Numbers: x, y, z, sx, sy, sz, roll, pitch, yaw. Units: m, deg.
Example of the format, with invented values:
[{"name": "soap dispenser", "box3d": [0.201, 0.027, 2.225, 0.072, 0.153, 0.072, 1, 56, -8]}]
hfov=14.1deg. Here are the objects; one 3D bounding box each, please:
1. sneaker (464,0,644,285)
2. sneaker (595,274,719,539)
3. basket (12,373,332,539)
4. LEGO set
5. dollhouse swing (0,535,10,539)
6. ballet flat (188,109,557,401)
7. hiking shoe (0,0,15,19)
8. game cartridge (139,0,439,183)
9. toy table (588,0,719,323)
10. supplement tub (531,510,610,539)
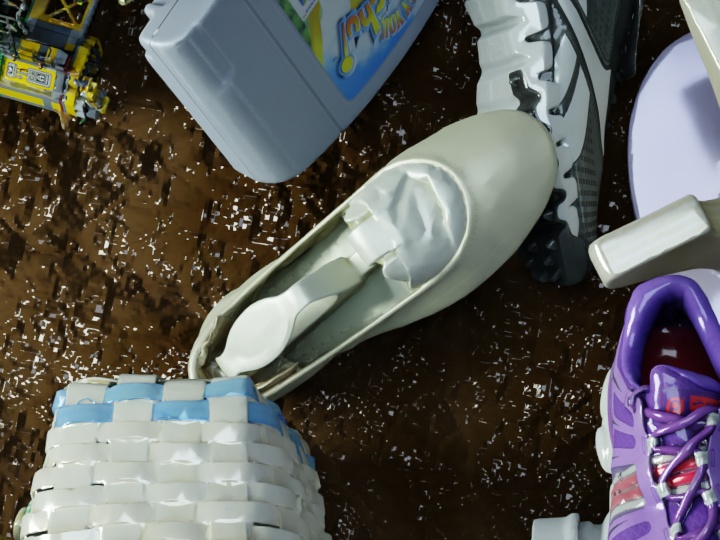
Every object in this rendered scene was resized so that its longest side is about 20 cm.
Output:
[{"name": "sneaker", "box3d": [0.095, -0.095, 1.318, 0.090, 0.066, 0.200, -13, 93, -26]}, {"name": "sneaker", "box3d": [0.125, 0.085, 1.143, 0.081, 0.083, 0.200, -9, 47, 0]}, {"name": "basket", "box3d": [-0.075, 0.154, 1.241, 0.139, 0.176, 0.200, -8, 70, 7]}, {"name": "LEGO set", "box3d": [-0.095, -0.147, 1.299, 0.116, 0.200, 0.154, 16, 61, 8]}, {"name": "dollhouse swing", "box3d": [-0.212, 0.230, 1.229, 0.176, 0.182, 0.200, -19, 79, 1]}, {"name": "ballet flat", "box3d": [0.000, 0.000, 1.278, 0.200, 0.069, 0.070, -39, 76, 22]}, {"name": "hiking shoe", "box3d": [-0.257, -0.124, 1.353, 0.200, 0.074, 0.087, -19, 74, 10]}, {"name": "game cartridge", "box3d": [-0.012, -0.143, 1.305, 0.040, 0.133, 0.200, 24, 73, 32]}, {"name": "toy table", "box3d": [0.189, -0.029, 1.272, 0.184, 0.117, 0.200, -37, 77, -2]}, {"name": "supplement tub", "box3d": [0.175, 0.161, 1.222, 0.200, 0.145, 0.146, -2, 79, 5]}]
